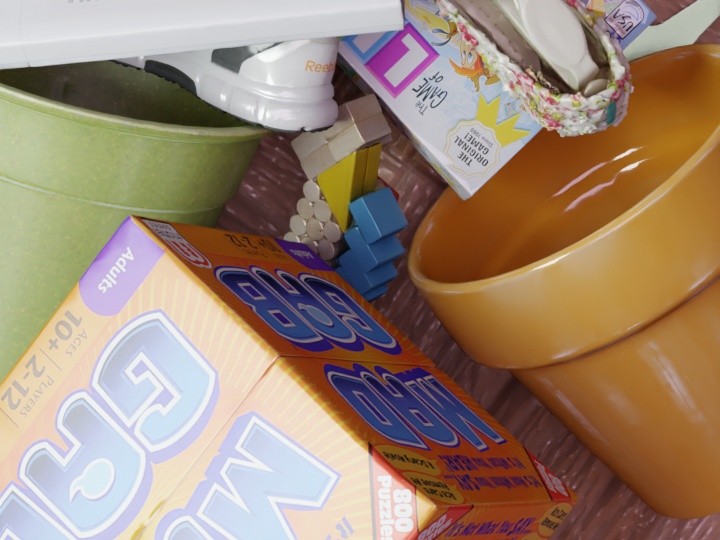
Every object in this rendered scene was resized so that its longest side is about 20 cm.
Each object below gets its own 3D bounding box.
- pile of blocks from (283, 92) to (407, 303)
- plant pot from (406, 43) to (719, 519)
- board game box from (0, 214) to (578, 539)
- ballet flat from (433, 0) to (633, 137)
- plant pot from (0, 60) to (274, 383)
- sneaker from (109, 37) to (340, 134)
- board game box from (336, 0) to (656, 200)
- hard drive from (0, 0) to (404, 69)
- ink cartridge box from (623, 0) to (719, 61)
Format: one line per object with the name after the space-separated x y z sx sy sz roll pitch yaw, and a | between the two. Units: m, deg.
0.000 0.000 1.514 0.082 0.062 0.201 31 124 28 | pile of blocks
0.154 0.017 1.494 0.200 0.200 0.184 -34 109 1 | plant pot
-0.058 0.119 1.386 0.200 0.200 0.200 43 103 19 | board game box
0.064 -0.149 1.446 0.200 0.064 0.076 44 83 -3 | ballet flat
-0.156 -0.015 1.488 0.199 0.200 0.191 14 106 -3 | plant pot
-0.087 -0.135 1.470 0.199 0.074 0.081 22 110 28 | sneaker
0.034 -0.155 1.492 0.134 0.034 0.200 -44 93 -6 | board game box
-0.079 -0.163 1.411 0.199 0.027 0.133 -5 56 7 | hard drive
0.120 -0.205 1.540 0.200 0.048 0.146 44 91 -2 | ink cartridge box
